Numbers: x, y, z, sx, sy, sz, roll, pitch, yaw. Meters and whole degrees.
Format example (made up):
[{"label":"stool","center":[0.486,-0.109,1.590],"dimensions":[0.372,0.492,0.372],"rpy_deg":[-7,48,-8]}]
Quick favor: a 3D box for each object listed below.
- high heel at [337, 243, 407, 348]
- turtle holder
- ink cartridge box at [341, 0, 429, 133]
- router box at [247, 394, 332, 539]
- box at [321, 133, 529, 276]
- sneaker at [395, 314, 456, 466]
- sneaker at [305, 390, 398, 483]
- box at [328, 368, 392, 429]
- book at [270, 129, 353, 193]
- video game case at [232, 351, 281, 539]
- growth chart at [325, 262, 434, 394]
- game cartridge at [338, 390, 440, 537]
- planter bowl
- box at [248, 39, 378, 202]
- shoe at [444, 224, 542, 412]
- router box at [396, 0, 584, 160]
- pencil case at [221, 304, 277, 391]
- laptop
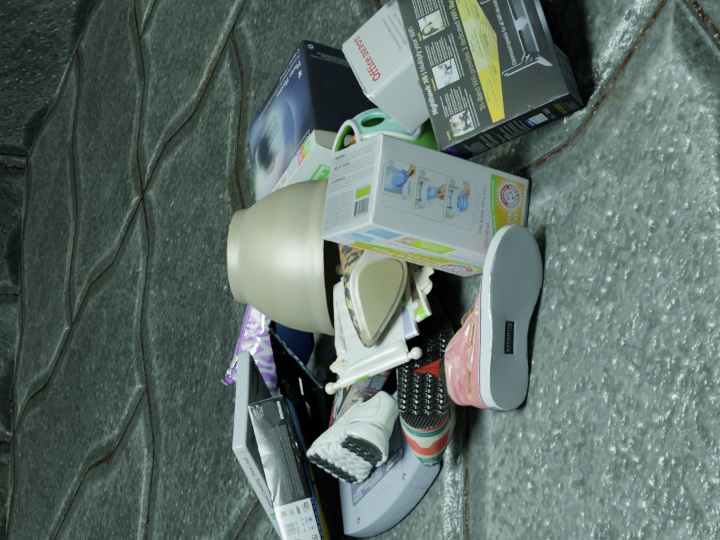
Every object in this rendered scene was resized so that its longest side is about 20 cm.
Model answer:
[{"label":"high heel","center":[0.000,0.000,1.613],"dimensions":[0.143,0.071,0.200],"rpy_deg":[151,125,-67]},{"label":"turtle holder","center":[0.040,-0.122,1.703],"dimensions":[0.141,0.132,0.186],"rpy_deg":[-48,37,45]},{"label":"ink cartridge box","center":[0.088,-0.283,1.649],"dimensions":[0.200,0.084,0.144],"rpy_deg":[-41,36,13]},{"label":"router box","center":[-0.086,0.264,1.729],"dimensions":[0.149,0.051,0.200],"rpy_deg":[71,-176,-79]},{"label":"box","center":[0.073,-0.068,1.516],"dimensions":[0.112,0.200,0.101],"rpy_deg":[-15,65,59]},{"label":"sneaker","center":[0.076,0.138,1.574],"dimensions":[0.200,0.070,0.093],"rpy_deg":[-86,-9,-52]},{"label":"sneaker","center":[-0.004,0.201,1.650],"dimensions":[0.081,0.075,0.200],"rpy_deg":[-63,11,-27]},{"label":"box","center":[0.006,0.105,1.696],"dimensions":[0.200,0.040,0.137],"rpy_deg":[113,167,-56]},{"label":"book","center":[-0.048,-0.107,1.882],"dimensions":[0.200,0.134,0.048],"rpy_deg":[-52,35,44]},{"label":"video game case","center":[-0.126,0.236,1.834],"dimensions":[0.200,0.022,0.182],"rpy_deg":[-95,-16,-57]},{"label":"growth chart","center":[0.024,0.040,1.595],"dimensions":[0.145,0.018,0.200],"rpy_deg":[-19,47,25]},{"label":"game cartridge","center":[0.033,0.237,1.661],"dimensions":[0.200,0.041,0.133],"rpy_deg":[-51,32,44]},{"label":"planter bowl","center":[-0.091,-0.018,1.733],"dimensions":[0.200,0.135,0.200],"rpy_deg":[0,-90,-79]},{"label":"box","center":[-0.066,-0.186,1.973],"dimensions":[0.200,0.123,0.198],"rpy_deg":[-54,35,42]},{"label":"shoe","center":[0.138,0.051,1.481],"dimensions":[0.091,0.071,0.200],"rpy_deg":[-5,79,59]},{"label":"router box","center":[0.140,-0.240,1.503],"dimensions":[0.157,0.052,0.200],"rpy_deg":[-22,68,22]},{"label":"pencil case","center":[-0.149,0.085,2.063],"dimensions":[0.084,0.085,0.200],"rpy_deg":[12,88,64]},{"label":"laptop","center":[-0.059,0.128,1.838],"dimensions":[0.200,0.103,0.177],"rpy_deg":[45,155,37]}]
